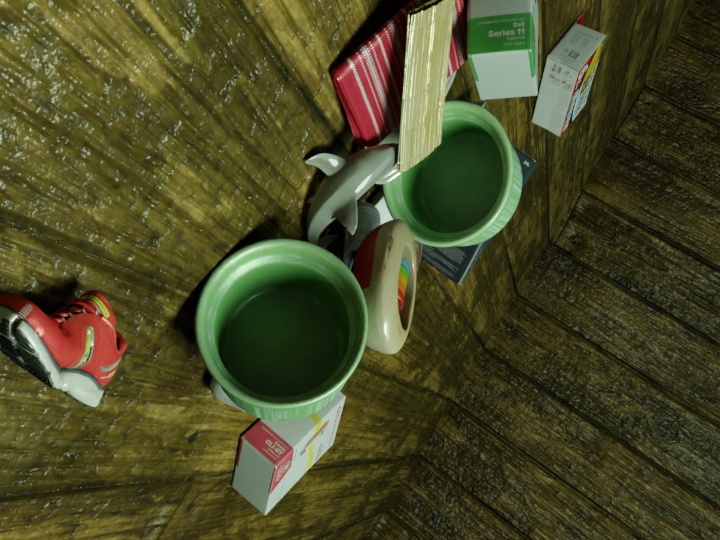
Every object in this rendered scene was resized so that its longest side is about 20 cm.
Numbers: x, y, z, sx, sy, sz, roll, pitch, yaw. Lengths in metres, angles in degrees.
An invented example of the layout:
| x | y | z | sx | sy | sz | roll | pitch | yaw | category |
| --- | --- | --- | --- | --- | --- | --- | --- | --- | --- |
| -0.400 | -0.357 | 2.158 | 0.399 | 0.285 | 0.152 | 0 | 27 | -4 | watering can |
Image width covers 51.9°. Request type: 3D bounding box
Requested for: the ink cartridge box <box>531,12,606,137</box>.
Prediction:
| x | y | z | sx | sy | sz | roll | pitch | yaw | category |
| --- | --- | --- | --- | --- | --- | --- | --- | --- | --- |
| 0.479 | -0.443 | 1.675 | 0.176 | 0.083 | 0.202 | -50 | 159 | -24 | ink cartridge box |

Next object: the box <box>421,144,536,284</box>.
| x | y | z | sx | sy | sz | roll | pitch | yaw | category |
| --- | --- | --- | --- | --- | --- | --- | --- | --- | --- |
| 0.209 | -0.116 | 1.386 | 0.201 | 0.123 | 0.197 | -52 | 171 | -22 | box |

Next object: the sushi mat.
| x | y | z | sx | sy | sz | roll | pitch | yaw | category |
| --- | --- | --- | --- | --- | --- | --- | --- | --- | --- |
| 0.078 | -0.224 | 0.895 | 0.095 | 0.012 | 0.204 | -39 | 144 | -40 | sushi mat |

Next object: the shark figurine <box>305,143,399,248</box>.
| x | y | z | sx | sy | sz | roll | pitch | yaw | category |
| --- | --- | --- | --- | --- | --- | --- | --- | --- | --- |
| -0.028 | -0.067 | 0.947 | 0.126 | 0.091 | 0.216 | -2 | 138 | -40 | shark figurine |

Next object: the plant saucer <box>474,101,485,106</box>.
| x | y | z | sx | sy | sz | roll | pitch | yaw | category |
| --- | --- | --- | --- | --- | --- | --- | --- | --- | --- |
| 0.159 | -0.201 | 1.288 | 0.070 | 0.019 | 0.202 | -53 | 172 | -53 | plant saucer |

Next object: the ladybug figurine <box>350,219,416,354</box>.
| x | y | z | sx | sy | sz | roll | pitch | yaw | category |
| --- | --- | --- | --- | --- | --- | --- | --- | --- | --- |
| 0.028 | 0.017 | 0.968 | 0.203 | 0.070 | 0.138 | -75 | 156 | -45 | ladybug figurine |

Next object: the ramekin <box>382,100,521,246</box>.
| x | y | z | sx | sy | sz | roll | pitch | yaw | category |
| --- | --- | --- | --- | --- | --- | --- | --- | --- | --- |
| 0.138 | -0.132 | 1.072 | 0.203 | 0.198 | 0.097 | -61 | 153 | 10 | ramekin |

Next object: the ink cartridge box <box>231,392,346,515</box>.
| x | y | z | sx | sy | sz | roll | pitch | yaw | category |
| --- | --- | --- | --- | --- | --- | --- | --- | --- | --- |
| -0.121 | 0.294 | 1.278 | 0.199 | 0.082 | 0.148 | -39 | 153 | -44 | ink cartridge box |

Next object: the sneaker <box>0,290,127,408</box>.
| x | y | z | sx | sy | sz | roll | pitch | yaw | category |
| --- | --- | --- | --- | --- | --- | --- | --- | --- | --- |
| -0.250 | 0.050 | 0.624 | 0.086 | 0.076 | 0.201 | -57 | 172 | -18 | sneaker |

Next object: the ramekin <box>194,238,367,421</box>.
| x | y | z | sx | sy | sz | roll | pitch | yaw | category |
| --- | --- | --- | --- | --- | --- | --- | --- | --- | --- |
| -0.091 | 0.075 | 0.867 | 0.201 | 0.198 | 0.098 | -49 | 167 | -24 | ramekin |

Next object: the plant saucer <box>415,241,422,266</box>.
| x | y | z | sx | sy | sz | roll | pitch | yaw | category |
| --- | --- | --- | --- | --- | --- | --- | --- | --- | --- |
| 0.045 | 0.024 | 1.361 | 0.201 | 0.036 | 0.202 | -50 | 160 | -25 | plant saucer |

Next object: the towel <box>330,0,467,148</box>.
| x | y | z | sx | sy | sz | roll | pitch | yaw | category |
| --- | --- | --- | --- | --- | --- | --- | --- | --- | --- |
| 0.054 | -0.254 | 0.903 | 0.200 | 0.022 | 0.145 | -44 | 148 | -8 | towel |

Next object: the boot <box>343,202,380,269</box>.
| x | y | z | sx | sy | sz | roll | pitch | yaw | category |
| --- | --- | --- | --- | --- | --- | --- | --- | --- | --- |
| 0.000 | 0.000 | 1.116 | 0.203 | 0.071 | 0.097 | 82 | 14 | -50 | boot |

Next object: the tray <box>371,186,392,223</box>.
| x | y | z | sx | sy | sz | roll | pitch | yaw | category |
| --- | --- | --- | --- | --- | --- | --- | --- | --- | --- |
| 0.074 | -0.148 | 1.197 | 0.201 | 0.022 | 0.108 | -52 | 161 | -19 | tray |

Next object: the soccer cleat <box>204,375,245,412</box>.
| x | y | z | sx | sy | sz | roll | pitch | yaw | category |
| --- | --- | --- | --- | --- | --- | --- | --- | --- | --- |
| -0.138 | 0.162 | 1.032 | 0.071 | 0.085 | 0.199 | -60 | 161 | 9 | soccer cleat |

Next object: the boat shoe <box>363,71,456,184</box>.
| x | y | z | sx | sy | sz | roll | pitch | yaw | category |
| --- | --- | --- | --- | --- | --- | --- | --- | --- | --- |
| 0.059 | -0.211 | 0.999 | 0.204 | 0.073 | 0.060 | -63 | -163 | 2 | boat shoe |

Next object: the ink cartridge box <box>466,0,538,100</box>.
| x | y | z | sx | sy | sz | roll | pitch | yaw | category |
| --- | --- | --- | --- | --- | --- | --- | --- | --- | --- |
| 0.186 | -0.346 | 0.955 | 0.146 | 0.081 | 0.206 | 27 | 64 | -71 | ink cartridge box |
